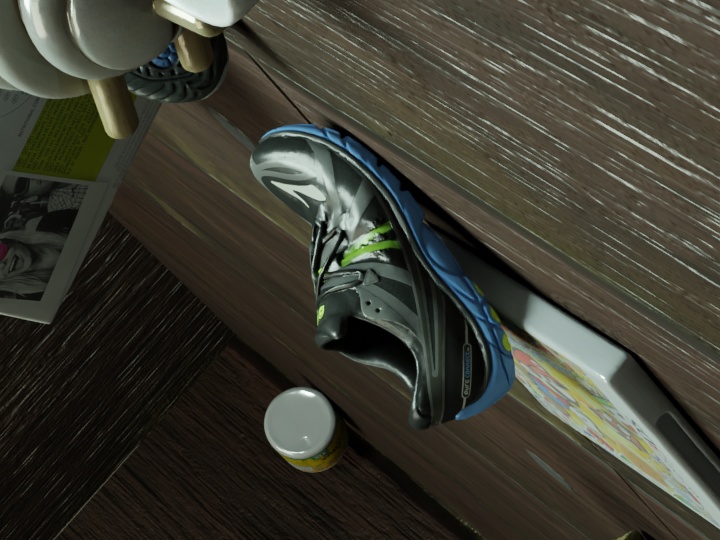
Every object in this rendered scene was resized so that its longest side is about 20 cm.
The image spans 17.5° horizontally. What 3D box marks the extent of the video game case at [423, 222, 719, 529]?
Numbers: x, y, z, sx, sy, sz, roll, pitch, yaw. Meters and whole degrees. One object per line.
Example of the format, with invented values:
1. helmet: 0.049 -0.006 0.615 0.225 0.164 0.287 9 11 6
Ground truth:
1. video game case: 0.123 0.063 1.290 0.182 0.023 0.200 47 173 -39

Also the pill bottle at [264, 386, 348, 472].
1. pill bottle: -0.079 0.254 3.644 0.113 0.113 0.200 40 174 16

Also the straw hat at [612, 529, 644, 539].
1. straw hat: 0.208 0.250 1.821 0.201 0.085 0.201 39 180 0

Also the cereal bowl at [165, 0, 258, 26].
1. cereal bowl: -0.081 -0.163 0.647 0.200 0.083 0.200 42 175 5

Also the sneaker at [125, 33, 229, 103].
1. sneaker: -0.147 -0.159 1.242 0.200 0.076 0.077 37 -169 12

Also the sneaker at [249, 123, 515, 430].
1. sneaker: 0.000 0.000 1.245 0.200 0.083 0.071 52 165 20

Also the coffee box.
1. coffee box: -0.267 -0.113 1.411 0.200 0.200 0.198 36 -167 36

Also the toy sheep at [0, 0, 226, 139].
1. toy sheep: -0.127 -0.132 0.978 0.200 0.138 0.138 21 164 32
